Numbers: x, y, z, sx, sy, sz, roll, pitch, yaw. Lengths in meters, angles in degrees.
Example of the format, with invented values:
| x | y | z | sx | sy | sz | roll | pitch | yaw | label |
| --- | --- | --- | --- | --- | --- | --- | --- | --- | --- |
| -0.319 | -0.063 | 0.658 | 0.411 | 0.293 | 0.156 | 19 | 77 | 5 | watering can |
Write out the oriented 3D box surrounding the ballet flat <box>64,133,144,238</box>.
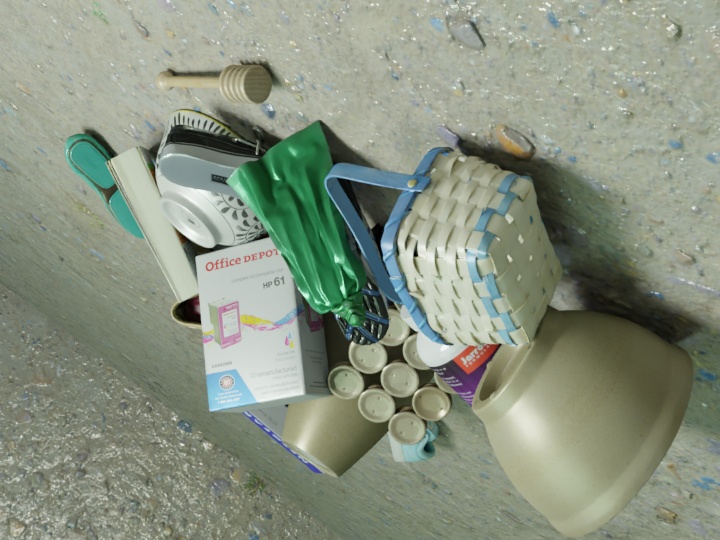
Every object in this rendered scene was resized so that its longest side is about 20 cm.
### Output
| x | y | z | sx | sy | sz | roll | pitch | yaw | label |
| --- | --- | --- | --- | --- | --- | --- | --- | --- | --- |
| -0.383 | -0.136 | 1.342 | 0.201 | 0.067 | 0.070 | 55 | 175 | -37 | ballet flat |

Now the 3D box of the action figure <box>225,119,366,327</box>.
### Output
| x | y | z | sx | sy | sz | roll | pitch | yaw | label |
| --- | --- | --- | --- | --- | --- | --- | --- | --- | --- |
| -0.045 | -0.033 | 0.877 | 0.203 | 0.117 | 0.055 | 64 | -163 | 13 | action figure |

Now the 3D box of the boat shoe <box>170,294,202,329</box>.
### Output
| x | y | z | sx | sy | sz | roll | pitch | yaw | label |
| --- | --- | --- | --- | --- | --- | --- | --- | --- | --- |
| -0.178 | 0.053 | 1.210 | 0.196 | 0.066 | 0.076 | -11 | 91 | 27 | boat shoe |

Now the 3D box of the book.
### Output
| x | y | z | sx | sy | sz | roll | pitch | yaw | label |
| --- | --- | --- | --- | --- | --- | --- | --- | --- | --- |
| -0.265 | -0.065 | 1.174 | 0.134 | 0.047 | 0.204 | -118 | 3 | -82 | book |

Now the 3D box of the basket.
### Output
| x | y | z | sx | sy | sz | roll | pitch | yaw | label |
| --- | --- | --- | --- | --- | --- | --- | --- | --- | --- |
| 0.073 | -0.018 | 0.782 | 0.196 | 0.141 | 0.178 | 8 | 145 | 35 | basket |

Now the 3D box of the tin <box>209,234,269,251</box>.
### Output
| x | y | z | sx | sy | sz | roll | pitch | yaw | label |
| --- | --- | --- | --- | --- | --- | --- | --- | --- | --- |
| -0.181 | -0.045 | 1.242 | 0.198 | 0.042 | 0.112 | 35 | 162 | 5 | tin |

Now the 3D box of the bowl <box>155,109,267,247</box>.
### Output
| x | y | z | sx | sy | sz | roll | pitch | yaw | label |
| --- | --- | --- | --- | --- | --- | --- | --- | --- | --- |
| -0.190 | -0.092 | 1.086 | 0.198 | 0.095 | 0.202 | 30 | 157 | 14 | bowl |

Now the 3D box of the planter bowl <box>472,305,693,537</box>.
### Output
| x | y | z | sx | sy | sz | roll | pitch | yaw | label |
| --- | --- | --- | --- | --- | --- | --- | --- | --- | --- |
| 0.187 | 0.117 | 0.796 | 0.134 | 0.202 | 0.200 | 35 | 158 | -1 | planter bowl |

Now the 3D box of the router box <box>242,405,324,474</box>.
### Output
| x | y | z | sx | sy | sz | roll | pitch | yaw | label |
| --- | --- | --- | --- | --- | --- | --- | --- | --- | --- |
| -0.087 | 0.182 | 1.352 | 0.199 | 0.181 | 0.049 | 40 | 158 | -12 | router box |

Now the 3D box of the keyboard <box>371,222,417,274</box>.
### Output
| x | y | z | sx | sy | sz | roll | pitch | yaw | label |
| --- | --- | --- | --- | --- | --- | --- | --- | --- | --- |
| 0.000 | 0.000 | 1.059 | 0.103 | 0.040 | 0.200 | 38 | 157 | -5 | keyboard |

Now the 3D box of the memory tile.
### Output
| x | y | z | sx | sy | sz | roll | pitch | yaw | label |
| --- | --- | --- | --- | --- | --- | --- | --- | --- | --- |
| 0.062 | 0.113 | 1.052 | 0.152 | 0.017 | 0.201 | 35 | 116 | -6 | memory tile |

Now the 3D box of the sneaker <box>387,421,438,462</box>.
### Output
| x | y | z | sx | sy | sz | roll | pitch | yaw | label |
| --- | --- | --- | --- | --- | --- | --- | --- | --- | --- |
| 0.082 | 0.235 | 1.380 | 0.080 | 0.075 | 0.202 | -3 | 140 | 11 | sneaker |

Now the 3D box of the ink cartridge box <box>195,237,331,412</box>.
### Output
| x | y | z | sx | sy | sz | roll | pitch | yaw | label |
| --- | --- | --- | --- | --- | --- | --- | --- | --- | --- |
| -0.125 | 0.068 | 1.104 | 0.141 | 0.205 | 0.084 | -13 | 166 | 21 | ink cartridge box |

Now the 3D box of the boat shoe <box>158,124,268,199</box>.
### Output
| x | y | z | sx | sy | sz | roll | pitch | yaw | label |
| --- | --- | --- | --- | --- | --- | --- | --- | --- | --- |
| -0.124 | -0.117 | 0.975 | 0.194 | 0.069 | 0.074 | 11 | 145 | -2 | boat shoe |

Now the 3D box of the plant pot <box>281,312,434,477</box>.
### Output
| x | y | z | sx | sy | sz | roll | pitch | yaw | label |
| --- | --- | --- | --- | --- | --- | --- | --- | --- | --- |
| -0.017 | 0.167 | 1.171 | 0.185 | 0.202 | 0.188 | 29 | 163 | 10 | plant pot |

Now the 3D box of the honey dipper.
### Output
| x | y | z | sx | sy | sz | roll | pitch | yaw | label |
| --- | --- | --- | --- | --- | --- | --- | --- | --- | --- |
| -0.166 | -0.199 | 0.922 | 0.198 | 0.038 | 0.038 | 14 | 149 | 47 | honey dipper |

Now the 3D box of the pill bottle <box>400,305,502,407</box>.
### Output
| x | y | z | sx | sy | sz | roll | pitch | yaw | label |
| --- | --- | --- | --- | --- | --- | --- | --- | --- | --- |
| 0.137 | 0.087 | 0.929 | 0.199 | 0.113 | 0.112 | 42 | 157 | -15 | pill bottle |

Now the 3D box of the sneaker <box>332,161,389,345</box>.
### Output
| x | y | z | sx | sy | sz | roll | pitch | yaw | label |
| --- | --- | --- | --- | --- | --- | --- | --- | --- | --- |
| -0.018 | -0.022 | 0.953 | 0.074 | 0.077 | 0.205 | -12 | 103 | 11 | sneaker |

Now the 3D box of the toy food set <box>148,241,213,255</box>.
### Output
| x | y | z | sx | sy | sz | roll | pitch | yaw | label |
| --- | --- | --- | --- | --- | --- | --- | --- | --- | --- |
| -0.235 | 0.003 | 1.347 | 0.196 | 0.049 | 0.200 | 33 | 172 | 18 | toy food set |
